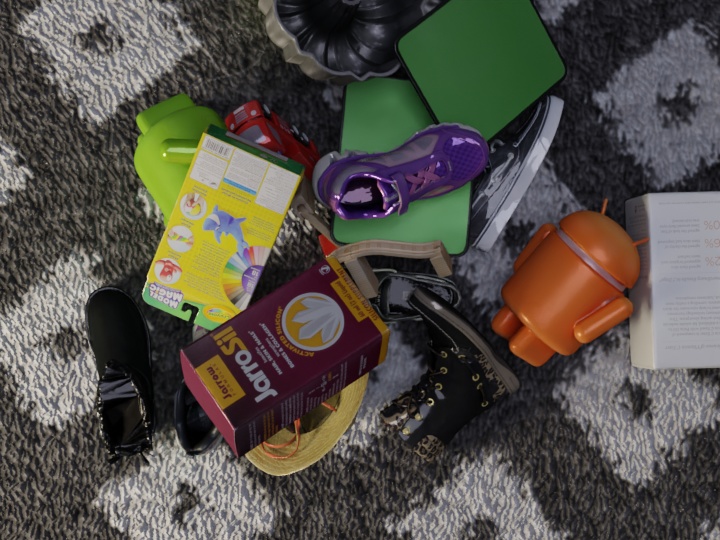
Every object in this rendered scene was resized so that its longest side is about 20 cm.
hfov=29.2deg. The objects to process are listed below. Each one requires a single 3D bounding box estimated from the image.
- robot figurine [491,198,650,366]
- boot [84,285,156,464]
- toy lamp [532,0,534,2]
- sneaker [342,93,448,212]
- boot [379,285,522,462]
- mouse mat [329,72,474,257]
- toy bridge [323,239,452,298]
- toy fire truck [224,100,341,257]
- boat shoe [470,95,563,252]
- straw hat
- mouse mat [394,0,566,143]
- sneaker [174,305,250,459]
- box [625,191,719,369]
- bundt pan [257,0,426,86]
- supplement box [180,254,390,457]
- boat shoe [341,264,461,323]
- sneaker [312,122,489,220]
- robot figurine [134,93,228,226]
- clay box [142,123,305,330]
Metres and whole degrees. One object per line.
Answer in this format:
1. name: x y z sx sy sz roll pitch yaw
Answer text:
1. robot figurine: 0.242 0.016 1.589 0.116 0.144 0.201 39 100 -9
2. boot: -0.270 0.116 1.547 0.072 0.162 0.201 -11 90 -5
3. toy lamp: 0.147 -0.244 1.628 0.058 0.058 0.202 27 91 -2
4. sneaker: 0.030 -0.122 1.614 0.089 0.077 0.201 -42 77 26
5. boot: 0.083 0.123 1.582 0.151 0.073 0.200 -45 130 1
6. mouse mat: 0.052 -0.120 1.560 0.158 0.008 0.203 6 82 -2
7. toy bridge: 0.000 0.000 1.547 0.197 0.027 0.068 -15 131 19
8. toy fire truck: -0.070 -0.097 1.568 0.048 0.200 0.142 -31 63 16
9. boat shoe: 0.169 -0.123 1.623 0.067 0.072 0.202 29 95 -4
10. straw hat: -0.045 0.149 1.593 0.085 0.200 0.203 33 88 -45
11. mouse mat: 0.139 -0.239 1.561 0.199 0.007 0.162 -39 107 -25
12. sneaker: -0.165 0.117 1.563 0.077 0.140 0.203 10 89 -3
13. box: 0.396 0.012 1.612 0.150 0.106 0.203 -1 89 -4
14. bundt pan: -0.028 -0.296 1.537 0.199 0.076 0.205 7 74 -27
15. supplement box: -0.080 0.090 1.468 0.199 0.086 0.111 -32 69 -17
16. boat shoe: 0.020 0.027 1.612 0.197 0.064 0.072 -2 90 -3
17. sneaker: 0.046 -0.098 1.494 0.197 0.089 0.081 -15 113 1
18. robot figurine: -0.179 -0.102 1.561 0.115 0.176 0.201 -26 68 -21
19. clay box: -0.148 -0.040 1.471 0.114 0.048 0.202 23 109 -5
